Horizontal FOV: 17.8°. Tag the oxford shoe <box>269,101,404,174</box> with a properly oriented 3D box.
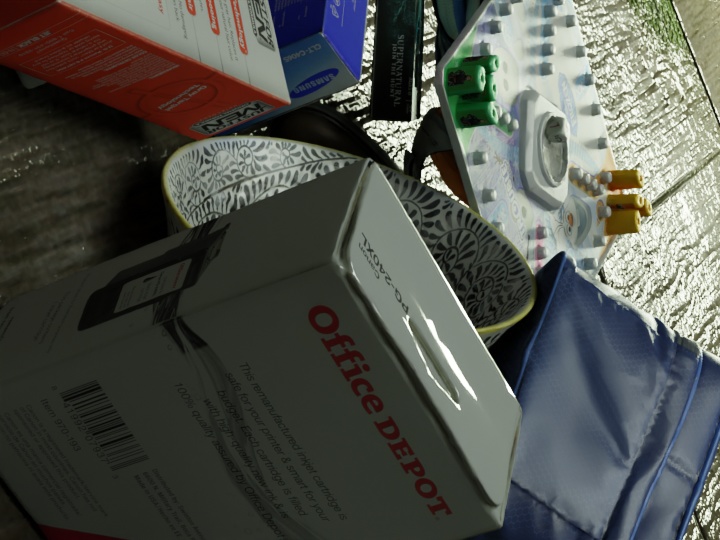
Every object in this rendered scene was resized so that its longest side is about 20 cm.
[{"bbox_3d":[0.000,0.000,1.290,0.201,0.072,0.084,63,31,-11],"label":"oxford shoe"}]

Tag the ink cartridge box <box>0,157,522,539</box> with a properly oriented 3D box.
[{"bbox_3d":[-0.049,0.059,0.984,0.146,0.199,0.084,58,27,-24],"label":"ink cartridge box"}]

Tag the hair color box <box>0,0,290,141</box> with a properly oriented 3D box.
[{"bbox_3d":[-0.116,-0.136,1.102,0.200,0.061,0.102,19,55,-59],"label":"hair color box"}]

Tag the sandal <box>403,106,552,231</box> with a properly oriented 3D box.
[{"bbox_3d":[0.058,-0.048,1.417,0.079,0.059,0.207,57,-4,-16],"label":"sandal"}]

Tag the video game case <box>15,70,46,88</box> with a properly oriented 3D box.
[{"bbox_3d":[-0.167,-0.207,1.154,0.201,0.024,0.182,64,25,-11],"label":"video game case"}]

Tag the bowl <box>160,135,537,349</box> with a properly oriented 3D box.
[{"bbox_3d":[-0.019,0.018,1.169,0.200,0.095,0.201,17,24,-8],"label":"bowl"}]

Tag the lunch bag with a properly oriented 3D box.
[{"bbox_3d":[0.105,0.111,1.166,0.132,0.136,0.201,31,57,-8],"label":"lunch bag"}]

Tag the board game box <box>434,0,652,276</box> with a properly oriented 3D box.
[{"bbox_3d":[0.110,-0.069,1.310,0.200,0.026,0.201,-55,135,-51],"label":"board game box"}]

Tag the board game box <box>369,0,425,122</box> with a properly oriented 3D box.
[{"bbox_3d":[0.024,-0.157,1.373,0.200,0.028,0.136,-64,157,-85],"label":"board game box"}]

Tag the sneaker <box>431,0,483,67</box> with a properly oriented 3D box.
[{"bbox_3d":[0.077,-0.135,1.406,0.147,0.080,0.201,-66,160,-63],"label":"sneaker"}]

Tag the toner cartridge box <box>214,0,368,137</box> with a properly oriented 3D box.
[{"bbox_3d":[-0.043,-0.170,1.300,0.043,0.095,0.201,50,32,-37],"label":"toner cartridge box"}]
